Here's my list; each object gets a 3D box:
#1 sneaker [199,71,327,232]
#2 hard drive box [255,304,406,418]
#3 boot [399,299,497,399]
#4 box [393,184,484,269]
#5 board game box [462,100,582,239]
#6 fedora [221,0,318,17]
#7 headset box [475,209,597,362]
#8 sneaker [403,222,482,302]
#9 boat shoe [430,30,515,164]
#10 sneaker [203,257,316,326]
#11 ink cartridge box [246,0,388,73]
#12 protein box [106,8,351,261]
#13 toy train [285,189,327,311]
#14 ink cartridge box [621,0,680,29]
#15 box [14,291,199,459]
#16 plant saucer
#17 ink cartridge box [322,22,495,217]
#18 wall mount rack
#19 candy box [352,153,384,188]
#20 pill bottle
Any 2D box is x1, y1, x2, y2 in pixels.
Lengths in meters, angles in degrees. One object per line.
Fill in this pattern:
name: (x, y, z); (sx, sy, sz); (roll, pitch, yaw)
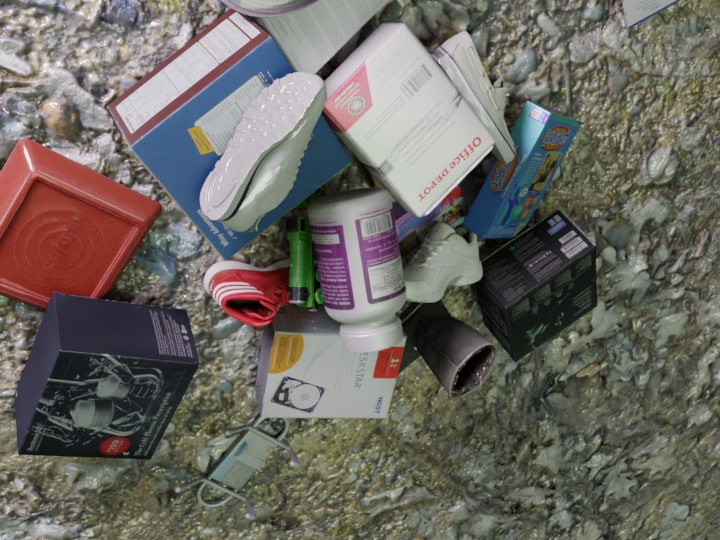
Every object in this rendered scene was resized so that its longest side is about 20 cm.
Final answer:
sneaker: (-0.098, -0.132, 1.017); (0.200, 0.076, 0.080); (-51, 139, 13)
hard drive box: (-0.048, 0.136, 1.343); (0.198, 0.077, 0.157); (2, 120, -16)
boot: (0.108, 0.138, 1.370); (0.072, 0.200, 0.183); (24, 105, -36)
box: (0.078, -0.040, 1.350); (0.199, 0.039, 0.137); (-34, 129, -5)
board game box: (0.240, -0.144, 1.329); (0.152, 0.045, 0.201); (-4, 125, -60)
fedora: (-0.086, -0.382, 0.981); (0.199, 0.090, 0.178); (-30, 98, -15)
headset box: (0.284, 0.032, 1.441); (0.173, 0.093, 0.200); (-34, 145, -6)
sneaker: (0.102, -0.017, 1.294); (0.199, 0.077, 0.100); (-24, 117, -48)
boat shoe: (0.167, -0.230, 1.197); (0.070, 0.071, 0.200); (-40, 121, 0)
sneaker: (-0.110, 0.040, 1.250); (0.198, 0.116, 0.079); (-5, 122, -24)
ink cartridge box: (-0.051, -0.355, 1.098); (0.200, 0.057, 0.163); (-49, 130, -15)
protein box: (-0.157, -0.164, 1.089); (0.199, 0.135, 0.199); (-38, 129, -2)
toy train: (-0.073, -0.046, 1.212); (0.056, 0.042, 0.202); (3, 87, -42)
ink cartridge box: (0.430, -0.478, 1.271); (0.197, 0.047, 0.201); (-29, 129, -11)
box: (-0.335, 0.144, 1.176); (0.181, 0.105, 0.201); (10, 127, -31)
plant saucer: (-0.375, -0.033, 1.118); (0.199, 0.037, 0.200); (27, 103, -36)
ink cartridge box: (0.053, -0.190, 1.149); (0.147, 0.083, 0.200); (-45, 114, -2)
wall mount rack: (-0.192, 0.302, 1.391); (0.200, 0.075, 0.173); (-50, 128, 6)
candy box: (0.080, -0.204, 1.241); (0.199, 0.055, 0.116); (-33, 127, -6)
pill bottle: (0.000, 0.000, 1.176); (0.111, 0.112, 0.202); (-14, 103, -20)
